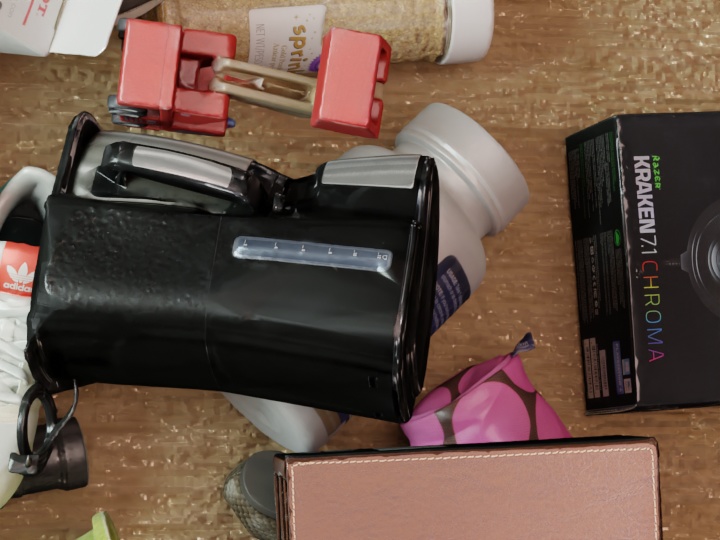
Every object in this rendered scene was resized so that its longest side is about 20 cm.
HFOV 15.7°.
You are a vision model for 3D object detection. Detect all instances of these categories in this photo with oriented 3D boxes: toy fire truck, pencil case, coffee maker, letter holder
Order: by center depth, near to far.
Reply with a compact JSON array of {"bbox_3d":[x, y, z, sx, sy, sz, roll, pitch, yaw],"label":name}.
[{"bbox_3d":[-0.064,0.023,1.369,0.200,0.135,0.192,7,91,8],"label":"coffee maker"},{"bbox_3d":[-0.061,-0.098,1.379,0.141,0.200,0.049,8,87,-4],"label":"toy fire truck"},{"bbox_3d":[0.058,0.165,1.411,0.200,0.101,0.142,-3,87,-5],"label":"letter holder"},{"bbox_3d":[0.112,0.143,1.513,0.091,0.094,0.200,-32,90,18],"label":"pencil case"}]

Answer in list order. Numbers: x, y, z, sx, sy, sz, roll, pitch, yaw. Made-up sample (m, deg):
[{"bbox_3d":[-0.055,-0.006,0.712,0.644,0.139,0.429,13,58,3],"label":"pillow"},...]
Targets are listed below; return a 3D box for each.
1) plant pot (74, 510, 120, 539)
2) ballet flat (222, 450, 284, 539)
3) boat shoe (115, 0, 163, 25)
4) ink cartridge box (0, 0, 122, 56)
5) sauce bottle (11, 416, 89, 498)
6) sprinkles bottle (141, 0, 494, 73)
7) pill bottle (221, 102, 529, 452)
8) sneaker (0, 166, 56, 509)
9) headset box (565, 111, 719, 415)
[{"bbox_3d":[-0.187,0.252,1.387,0.184,0.200,0.200,-20,90,-4],"label":"plant pot"},{"bbox_3d":[0.009,0.162,1.515,0.200,0.046,0.067,24,47,-17],"label":"ballet flat"},{"bbox_3d":[-0.094,-0.205,1.478,0.067,0.057,0.200,33,50,20],"label":"boat shoe"},{"bbox_3d":[-0.208,-0.182,1.408,0.068,0.200,0.115,28,76,-45],"label":"ink cartridge box"},{"bbox_3d":[-0.251,0.115,1.436,0.200,0.066,0.066,-11,87,-16],"label":"sauce bottle"},{"bbox_3d":[-0.025,-0.148,1.522,0.200,0.068,0.068,-6,86,-15],"label":"sprinkles bottle"},{"bbox_3d":[0.000,0.000,1.490,0.200,0.111,0.111,-45,96,-14],"label":"pill bottle"},{"bbox_3d":[-0.197,0.032,1.410,0.070,0.093,0.200,15,54,-9],"label":"sneaker"},{"bbox_3d":[0.236,-0.005,1.563,0.200,0.093,0.174,-2,85,-16],"label":"headset box"}]
